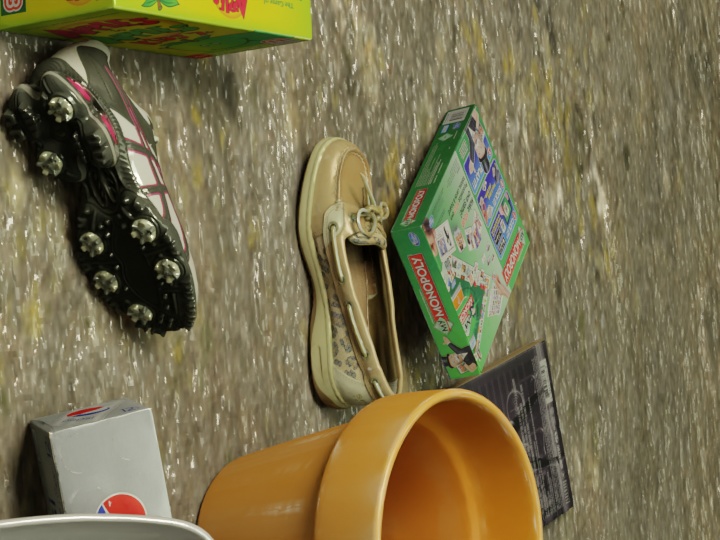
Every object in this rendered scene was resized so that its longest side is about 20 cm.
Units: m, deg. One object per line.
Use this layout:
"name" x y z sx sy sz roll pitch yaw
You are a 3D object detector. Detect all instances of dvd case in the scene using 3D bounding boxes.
"dvd case" 0.111 0.155 1.762 0.200 0.016 0.150 -23 106 -54

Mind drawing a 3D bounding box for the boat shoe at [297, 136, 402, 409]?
"boat shoe" 0.000 0.000 1.585 0.073 0.062 0.202 -3 87 -54

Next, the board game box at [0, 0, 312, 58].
"board game box" -0.131 -0.175 1.392 0.199 0.101 0.048 0 86 -55

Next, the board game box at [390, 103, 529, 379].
"board game box" 0.082 -0.026 1.695 0.200 0.029 0.135 -64 137 -56

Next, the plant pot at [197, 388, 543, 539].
"plant pot" -0.004 0.185 1.452 0.199 0.182 0.202 9 78 -53

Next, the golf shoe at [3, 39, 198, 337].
"golf shoe" -0.147 -0.053 1.379 0.201 0.077 0.088 66 32 -25

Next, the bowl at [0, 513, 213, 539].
"bowl" -0.175 0.241 1.244 0.198 0.075 0.202 0 87 -19

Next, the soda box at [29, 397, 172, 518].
"soda box" -0.149 0.185 1.331 0.068 0.063 0.202 -13 97 -19
